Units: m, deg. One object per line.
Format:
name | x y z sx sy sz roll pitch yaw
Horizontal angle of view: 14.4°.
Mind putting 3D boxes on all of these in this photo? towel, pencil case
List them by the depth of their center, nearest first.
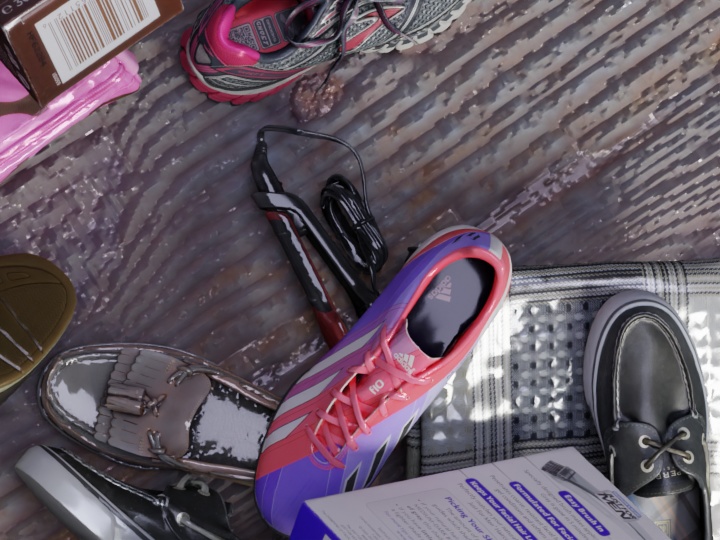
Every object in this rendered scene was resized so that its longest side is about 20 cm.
pencil case | -0.214 -0.079 1.574 0.200 0.094 0.091 -40 125 -12
towel | 0.120 0.095 1.612 0.191 0.035 0.201 -2 103 -12

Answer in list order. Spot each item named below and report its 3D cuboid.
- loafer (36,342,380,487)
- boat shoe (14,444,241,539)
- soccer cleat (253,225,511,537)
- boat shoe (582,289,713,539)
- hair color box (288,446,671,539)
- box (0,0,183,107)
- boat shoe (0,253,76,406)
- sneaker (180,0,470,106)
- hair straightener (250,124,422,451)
loafer | -0.081 0.085 1.590 0.199 0.063 0.072 18 80 -8
boat shoe | -0.100 0.149 1.579 0.200 0.071 0.064 38 78 -12
soccer cleat | 0.010 0.060 1.535 0.068 0.073 0.200 39 89 -4
boat shoe | 0.168 0.112 1.582 0.068 0.057 0.201 -9 102 -8
hair color box | 0.066 0.160 1.498 0.199 0.065 0.109 -9 39 -39
box | -0.193 -0.192 1.554 0.100 0.075 0.200 -36 54 -11
boat shoe | -0.237 0.066 1.564 0.073 0.065 0.200 44 58 9
sneaker | -0.006 -0.155 1.634 0.199 0.075 0.081 -30 88 -14
hair straightener | 0.000 0.000 1.637 0.077 0.041 0.201 -28 84 -14
